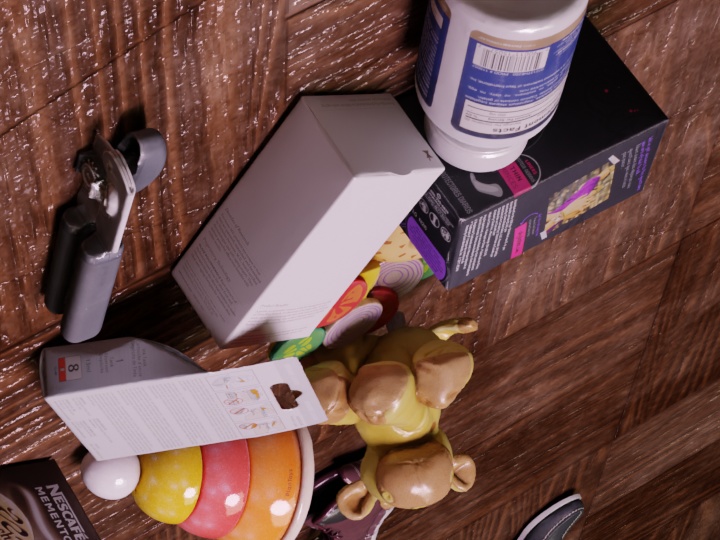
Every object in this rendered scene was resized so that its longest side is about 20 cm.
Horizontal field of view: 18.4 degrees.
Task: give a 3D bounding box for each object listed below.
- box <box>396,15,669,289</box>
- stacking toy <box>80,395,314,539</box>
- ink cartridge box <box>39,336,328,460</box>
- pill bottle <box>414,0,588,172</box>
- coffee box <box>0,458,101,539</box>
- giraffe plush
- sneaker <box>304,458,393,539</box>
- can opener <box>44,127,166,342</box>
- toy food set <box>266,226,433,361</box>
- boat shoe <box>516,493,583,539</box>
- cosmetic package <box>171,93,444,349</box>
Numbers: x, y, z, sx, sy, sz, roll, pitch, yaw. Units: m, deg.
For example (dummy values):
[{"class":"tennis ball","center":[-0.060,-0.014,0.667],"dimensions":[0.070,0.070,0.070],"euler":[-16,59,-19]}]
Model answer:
[{"class":"box","center":[0.123,-0.095,1.754],"dimensions":[0.199,0.123,0.106],"euler":[-27,155,-21]},{"class":"stacking toy","center":[-0.152,0.173,1.934],"dimensions":[0.199,0.147,0.146],"euler":[9,134,-34]},{"class":"ink cartridge box","center":[-0.137,0.091,1.755],"dimensions":[0.198,0.051,0.162],"euler":[-12,157,4]},{"class":"pill bottle","center":[0.098,-0.160,1.609],"dimensions":[0.110,0.111,0.201],"euler":[-26,156,-20]},{"class":"coffee box","center":[-0.312,0.230,1.792],"dimensions":[0.199,0.113,0.080],"euler":[-6,144,-51]},{"class":"giraffe plush","center":[0.031,0.139,1.949],"dimensions":[0.171,0.164,0.200],"euler":[-4,-166,15]},{"class":"sneaker","center":[-0.035,0.263,2.306],"dimensions":[0.115,0.076,0.201],"euler":[-7,134,-39]},{"class":"can opener","center":[-0.175,-0.025,1.567],"dimensions":[0.066,0.054,0.201],"euler":[-21,154,-28]},{"class":"toy food set","center":[0.000,0.000,1.862],"dimensions":[0.199,0.049,0.199],"euler":[-21,153,-32]},{"class":"boat shoe","center":[0.226,0.365,2.858],"dimensions":[0.075,0.061,0.200],"euler":[-4,142,-51]},{"class":"cosmetic package","center":[-0.041,-0.036,1.689],"dimensions":[0.107,0.085,0.200],"euler":[-5,142,-49]}]
